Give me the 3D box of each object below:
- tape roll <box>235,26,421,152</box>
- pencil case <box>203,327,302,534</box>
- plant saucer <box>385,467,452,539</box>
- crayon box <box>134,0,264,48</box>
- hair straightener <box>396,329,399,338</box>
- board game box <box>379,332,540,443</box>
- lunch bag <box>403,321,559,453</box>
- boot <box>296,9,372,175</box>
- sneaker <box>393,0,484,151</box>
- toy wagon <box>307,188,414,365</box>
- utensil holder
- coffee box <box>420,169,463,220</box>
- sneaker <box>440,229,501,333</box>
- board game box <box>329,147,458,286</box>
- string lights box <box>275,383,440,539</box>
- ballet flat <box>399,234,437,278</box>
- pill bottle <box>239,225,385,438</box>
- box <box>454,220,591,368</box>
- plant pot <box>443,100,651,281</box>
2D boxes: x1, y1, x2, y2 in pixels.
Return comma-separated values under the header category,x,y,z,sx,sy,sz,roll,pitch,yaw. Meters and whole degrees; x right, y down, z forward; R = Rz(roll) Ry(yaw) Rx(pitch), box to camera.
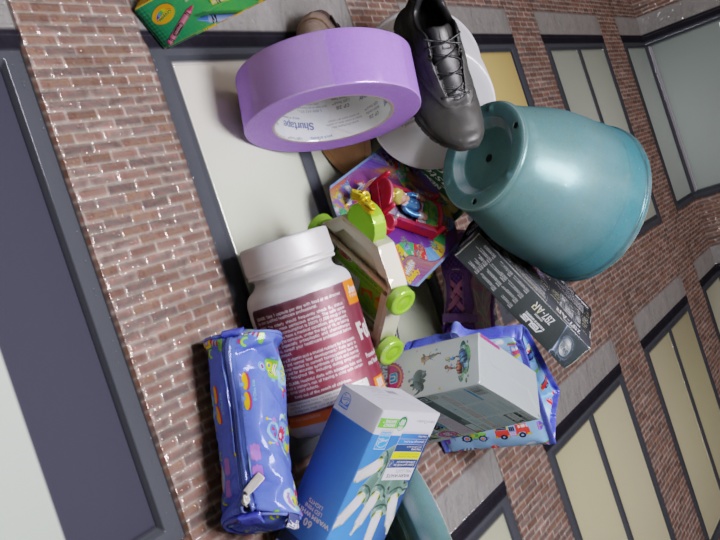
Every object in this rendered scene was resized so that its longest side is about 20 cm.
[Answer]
category,x,y,z,sx,sy,sz,roll,pitch,yaw
tape roll,-0.036,-0.197,1.247,0.200,0.199,0.066,9,68,-58
pencil case,-0.103,0.151,1.066,0.087,0.078,0.201,59,22,-70
plant saucer,0.046,0.269,1.198,0.027,0.200,0.201,-23,96,-17
crayon box,-0.128,-0.317,1.153,0.058,0.199,0.119,50,36,-32
hair straightener,0.018,0.023,1.402,0.077,0.041,0.201,37,38,-67
board game box,0.080,0.141,1.263,0.147,0.199,0.065,35,46,-48
lunch bag,0.152,0.131,1.409,0.094,0.150,0.200,-77,150,-42
boot,-0.026,-0.233,1.430,0.146,0.070,0.201,-80,154,-57
sneaker,0.089,-0.230,1.267,0.091,0.076,0.201,112,-42,-70
toy wagon,0.000,0.000,1.205,0.039,0.155,0.201,-18,135,-35
utensil holder,0.086,-0.236,1.448,0.170,0.169,0.200,60,9,-22
coffee box,0.105,-0.128,1.560,0.123,0.044,0.200,40,31,7
sneaker,0.143,0.045,1.531,0.088,0.080,0.201,-37,122,-49
board game box,0.056,-0.075,1.356,0.158,0.039,0.200,50,41,-1
string lights box,-0.008,0.215,1.100,0.103,0.059,0.201,12,103,-53
ballet flat,0.071,-0.025,1.428,0.067,0.067,0.200,50,10,10
pill bottle,-0.051,0.062,1.169,0.114,0.114,0.201,-20,93,-61
box,0.212,0.016,1.432,0.200,0.044,0.160,46,20,-4
plant pot,0.206,-0.107,1.333,0.187,0.200,0.201,19,57,-35
